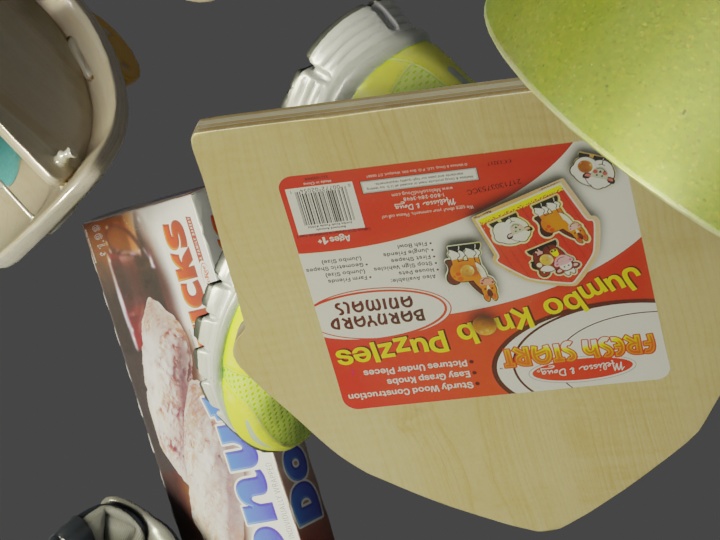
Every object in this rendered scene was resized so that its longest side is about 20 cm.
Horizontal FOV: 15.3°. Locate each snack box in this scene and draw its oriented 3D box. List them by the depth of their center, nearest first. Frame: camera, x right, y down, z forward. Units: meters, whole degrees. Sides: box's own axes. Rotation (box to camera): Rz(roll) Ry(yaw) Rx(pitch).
[{"bbox_3d":[-0.059,0.066,1.143,0.072,0.024,0.200,-13,96,42],"label":"snack box"}]

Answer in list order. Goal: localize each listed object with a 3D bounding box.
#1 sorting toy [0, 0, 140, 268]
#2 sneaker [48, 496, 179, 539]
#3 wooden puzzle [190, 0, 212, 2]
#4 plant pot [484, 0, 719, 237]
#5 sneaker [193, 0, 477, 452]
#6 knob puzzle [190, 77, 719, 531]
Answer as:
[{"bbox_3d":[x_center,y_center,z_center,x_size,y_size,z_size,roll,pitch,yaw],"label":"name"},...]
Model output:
[{"bbox_3d":[-0.207,-0.067,1.133,0.200,0.107,0.180,47,118,3],"label":"sorting toy"},{"bbox_3d":[-0.149,0.142,1.185,0.202,0.077,0.146,25,143,22],"label":"sneaker"},{"bbox_3d":[-0.077,-0.212,0.922,0.200,0.185,0.046,-62,29,6],"label":"wooden puzzle"},{"bbox_3d":[0.168,-0.117,0.806,0.187,0.187,0.200,40,112,23],"label":"plant pot"},{"bbox_3d":[0.000,0.000,1.038,0.090,0.078,0.200,33,126,19],"label":"sneaker"},{"bbox_3d":[0.049,0.013,0.986,0.219,0.030,0.220,4,127,6],"label":"knob puzzle"}]
